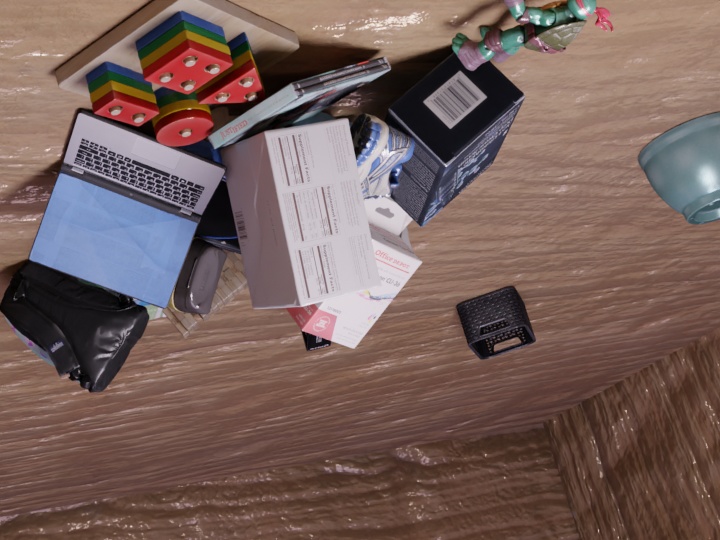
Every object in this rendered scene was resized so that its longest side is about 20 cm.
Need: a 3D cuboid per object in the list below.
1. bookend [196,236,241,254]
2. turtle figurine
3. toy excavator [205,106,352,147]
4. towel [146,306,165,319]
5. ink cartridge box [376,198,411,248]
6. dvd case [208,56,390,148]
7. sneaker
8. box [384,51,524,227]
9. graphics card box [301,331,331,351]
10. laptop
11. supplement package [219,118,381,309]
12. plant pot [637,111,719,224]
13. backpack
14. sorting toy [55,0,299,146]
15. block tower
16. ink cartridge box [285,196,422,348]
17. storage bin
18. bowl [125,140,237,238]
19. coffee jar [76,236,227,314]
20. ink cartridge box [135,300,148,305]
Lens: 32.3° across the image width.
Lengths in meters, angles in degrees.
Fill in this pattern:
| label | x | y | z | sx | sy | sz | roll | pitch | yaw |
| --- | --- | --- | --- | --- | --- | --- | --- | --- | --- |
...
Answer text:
| label | x | y | z | sx | sy | sz | roll | pitch | yaw |
| --- | --- | --- | --- | --- | --- | --- | --- | --- | --- |
| bookend | -0.101 | -0.037 | 1.757 | 0.199 | 0.093 | 0.198 | 24 | -177 | 28 |
| turtle figurine | 0.208 | -0.298 | 1.444 | 0.149 | 0.101 | 0.199 | 2 | 160 | -44 |
| toy excavator | -0.090 | -0.162 | 1.612 | 0.193 | 0.100 | 0.200 | -16 | 148 | 2 |
| towel | -0.325 | 0.051 | 2.098 | 0.199 | 0.031 | 0.149 | -7 | 160 | -28 |
| ink cartridge box | -0.007 | -0.024 | 1.966 | 0.083 | 0.146 | 0.200 | -3 | 158 | -29 |
| dvd case | -0.070 | -0.201 | 1.474 | 0.145 | 0.022 | 0.200 | -25 | 180 | 37 |
| sneaker | 0.005 | -0.112 | 1.548 | 0.085 | 0.078 | 0.200 | 13 | 149 | -20 |
| box | 0.107 | -0.172 | 1.611 | 0.148 | 0.107 | 0.200 | -42 | 170 | -18 |
| graphics card box | -0.085 | 0.052 | 2.154 | 0.050 | 0.126 | 0.200 | -13 | 161 | -9 |
| laptop | -0.288 | -0.070 | 1.523 | 0.186 | 0.117 | 0.200 | 20 | 150 | -13 |
| supplement package | -0.073 | -0.064 | 1.475 | 0.110 | 0.202 | 0.156 | -12 | -177 | -26 |
| plant pot | 0.586 | -0.161 | 2.095 | 0.199 | 0.135 | 0.200 | -15 | 162 | -5 |
| backpack | -0.430 | 0.075 | 1.825 | 0.167 | 0.199 | 0.127 | -58 | 171 | -22 |
| sorting toy | -0.195 | -0.213 | 1.379 | 0.199 | 0.070 | 0.198 | -27 | 159 | 29 |
| block tower | -0.213 | 0.020 | 1.928 | 0.200 | 0.058 | 0.054 | -41 | 174 | -9 |
| ink cartridge box | 0.000 | 0.000 | 1.686 | 0.116 | 0.068 | 0.200 | 22 | 111 | -48 |
| storage bin | 0.300 | 0.118 | 2.726 | 0.134 | 0.094 | 0.200 | -20 | 162 | 10 |
| bowl | -0.209 | -0.101 | 1.607 | 0.199 | 0.040 | 0.201 | 9 | 154 | 4 |
| coffee jar | -0.286 | -0.009 | 1.701 | 0.199 | 0.105 | 0.085 | 16 | 174 | 16 |
| ink cartridge box | -0.312 | -0.012 | 1.862 | 0.114 | 0.068 | 0.200 | -10 | 161 | -22 |
